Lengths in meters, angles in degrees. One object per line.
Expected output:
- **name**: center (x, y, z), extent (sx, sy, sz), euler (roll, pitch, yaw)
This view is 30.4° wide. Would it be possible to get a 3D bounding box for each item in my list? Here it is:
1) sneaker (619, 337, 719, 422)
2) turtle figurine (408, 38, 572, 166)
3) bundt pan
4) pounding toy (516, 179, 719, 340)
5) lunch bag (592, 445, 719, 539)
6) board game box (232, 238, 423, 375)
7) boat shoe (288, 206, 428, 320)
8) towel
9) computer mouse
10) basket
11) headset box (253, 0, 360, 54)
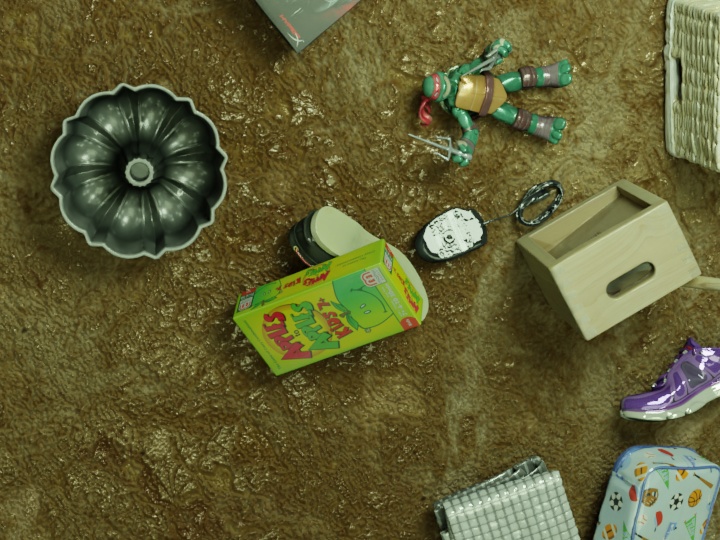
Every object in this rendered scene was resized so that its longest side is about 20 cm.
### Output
- **sneaker**: center (0.414, 0.134, 1.686), extent (0.199, 0.081, 0.084), euler (-24, 89, -9)
- **turtle figurine**: center (0.146, -0.205, 1.543), extent (0.199, 0.101, 0.151), euler (1, 119, -24)
- **bundt pan**: center (-0.253, -0.118, 1.520), extent (0.200, 0.076, 0.203), euler (-2, 103, -8)
- **pounding toy**: center (0.322, -0.007, 1.570), extent (0.199, 0.184, 0.143), euler (-30, 106, 0)
- **lunch bag**: center (0.381, 0.326, 1.703), extent (0.159, 0.075, 0.201), euler (5, 106, -34)
- **board game box**: center (-0.038, 0.046, 1.554), extent (0.199, 0.048, 0.102), euler (-21, 124, 22)
- **boat shoe**: center (0.001, -0.002, 1.594), extent (0.201, 0.063, 0.074), euler (38, 53, -26)
- **towel**: center (0.194, 0.350, 1.693), extent (0.165, 0.086, 0.201), euler (-20, 107, -1)
- **computer mouse**: center (0.158, -0.061, 1.618), extent (0.199, 0.034, 0.059), euler (-21, 89, -8)
- **basket**: center (0.474, -0.225, 1.552), extent (0.199, 0.161, 0.200), euler (-4, 105, -5)
- **headset box**: center (-0.043, -0.366, 1.490), extent (0.200, 0.077, 0.149), euler (-38, 105, 4)
